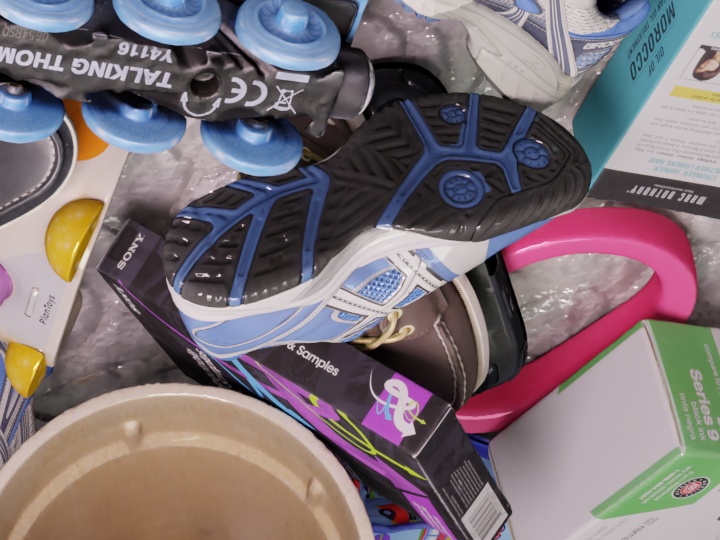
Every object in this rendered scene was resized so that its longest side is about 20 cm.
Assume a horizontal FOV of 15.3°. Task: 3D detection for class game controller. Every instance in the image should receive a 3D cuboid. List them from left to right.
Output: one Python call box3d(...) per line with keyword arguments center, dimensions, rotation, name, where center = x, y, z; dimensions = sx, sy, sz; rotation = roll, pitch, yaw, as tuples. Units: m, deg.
box3d(center=(0.013, -0.014, 1.312), dimensions=(0.104, 0.042, 0.200), rotation=(-4, 129, 21), name="game controller")

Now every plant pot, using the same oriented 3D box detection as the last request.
box3d(center=(-0.090, 0.184, 1.348), dimensions=(0.200, 0.201, 0.184), rotation=(-4, 155, -2), name="plant pot")

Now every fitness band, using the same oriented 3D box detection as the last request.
box3d(center=(0.084, 0.025, 1.408), dimensions=(0.143, 0.038, 0.200), rotation=(25, 135, -35), name="fitness band")

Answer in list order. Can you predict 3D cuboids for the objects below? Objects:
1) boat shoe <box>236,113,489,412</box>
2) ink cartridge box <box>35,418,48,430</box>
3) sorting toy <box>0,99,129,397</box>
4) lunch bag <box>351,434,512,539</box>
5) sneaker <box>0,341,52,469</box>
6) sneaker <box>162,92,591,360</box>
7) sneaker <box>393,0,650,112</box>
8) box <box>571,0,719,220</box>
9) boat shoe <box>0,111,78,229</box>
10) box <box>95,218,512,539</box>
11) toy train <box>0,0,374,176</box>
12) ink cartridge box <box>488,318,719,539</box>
box3d(center=(0.000, 0.000, 1.258), dimensions=(0.072, 0.060, 0.200), rotation=(-11, 126, 26), name="boat shoe")
box3d(center=(-0.261, 0.134, 1.469), dimensions=(0.200, 0.084, 0.145), rotation=(19, 137, -29), name="ink cartridge box")
box3d(center=(-0.208, -0.039, 1.253), dimensions=(0.179, 0.107, 0.200), rotation=(21, 140, -3), name="sorting toy")
box3d(center=(0.026, 0.154, 1.532), dimensions=(0.199, 0.094, 0.151), rotation=(11, 141, -34), name="lunch bag")
box3d(center=(-0.193, 0.119, 1.368), dimensions=(0.085, 0.201, 0.077), rotation=(12, 173, -40), name="sneaker")
box3d(center=(0.007, -0.018, 1.183), dimensions=(0.199, 0.076, 0.077), rotation=(-17, 149, -13), name="sneaker")
box3d(center=(0.060, -0.146, 1.152), dimensions=(0.085, 0.077, 0.200), rotation=(-30, 147, 19), name="sneaker")
box3d(center=(0.174, -0.105, 1.230), dimensions=(0.082, 0.049, 0.200), rotation=(9, 142, -18), name="box")
box3d(center=(-0.210, -0.033, 1.123), dimensions=(0.199, 0.062, 0.075), rotation=(-10, 109, -23), name="boat shoe")
box3d(center=(-0.027, 0.058, 1.319), dimensions=(0.200, 0.036, 0.143), rotation=(31, 167, 27), name="box")
box3d(center=(-0.093, -0.108, 1.135), dimensions=(0.199, 0.114, 0.087), rotation=(7, 131, -18), name="toy train")
box3d(center=(0.195, 0.103, 1.461), dimensions=(0.199, 0.084, 0.146), rotation=(7, 145, -35), name="ink cartridge box")
